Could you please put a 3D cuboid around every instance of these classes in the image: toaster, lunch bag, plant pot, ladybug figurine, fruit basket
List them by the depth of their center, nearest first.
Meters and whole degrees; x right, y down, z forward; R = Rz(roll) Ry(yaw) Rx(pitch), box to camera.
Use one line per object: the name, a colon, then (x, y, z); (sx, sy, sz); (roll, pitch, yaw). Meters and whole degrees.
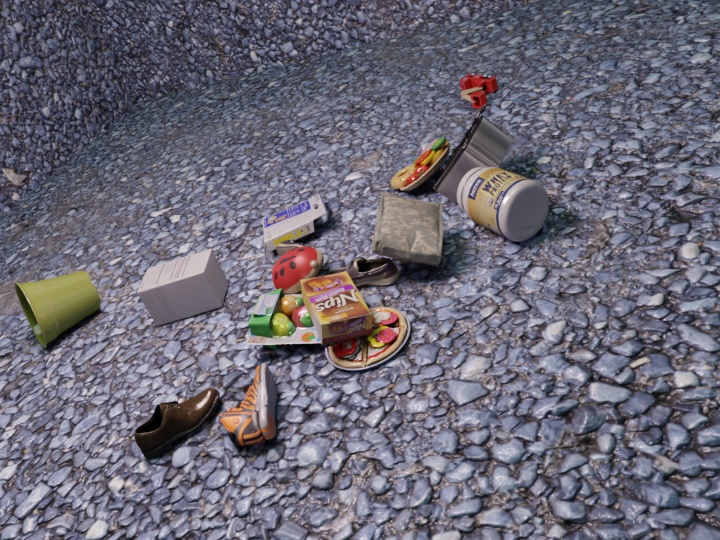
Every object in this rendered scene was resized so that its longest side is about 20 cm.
fruit basket: (-0.156, 0.104, 1.632); (0.196, 0.095, 0.186); (-8, 34, 17)
lunch bag: (0.112, -0.083, 1.675); (0.161, 0.119, 0.201); (12, 35, -1)
ladybug figurine: (-0.164, -0.004, 1.756); (0.199, 0.072, 0.137); (-23, 35, 54)
toaster: (0.302, -0.297, 1.858); (0.201, 0.118, 0.182); (-56, 2, 45)
plant pot: (-0.867, 0.093, 2.033); (0.188, 0.203, 0.199); (-26, 29, -32)

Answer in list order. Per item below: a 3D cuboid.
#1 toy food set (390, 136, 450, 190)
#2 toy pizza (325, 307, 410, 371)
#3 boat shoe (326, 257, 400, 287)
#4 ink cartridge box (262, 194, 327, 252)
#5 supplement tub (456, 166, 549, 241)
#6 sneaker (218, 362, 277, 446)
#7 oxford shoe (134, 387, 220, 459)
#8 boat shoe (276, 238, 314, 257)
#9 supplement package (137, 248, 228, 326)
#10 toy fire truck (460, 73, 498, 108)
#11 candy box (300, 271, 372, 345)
toy food set: (0.180, -0.307, 2.012); (0.198, 0.049, 0.200); (-48, 13, -10)
toy pizza: (0.013, 0.140, 1.528); (0.197, 0.032, 0.201); (-16, 32, 10)
boat shoe: (0.000, 0.000, 1.714); (0.197, 0.066, 0.072); (-3, 36, 29)
ink cartridge box: (-0.190, -0.142, 2.052); (0.197, 0.048, 0.198); (-22, 23, 0)
supplement tub: (0.336, -0.165, 1.675); (0.143, 0.146, 0.200); (-32, 33, -16)
sneaker: (-0.234, 0.274, 1.438); (0.110, 0.078, 0.201); (-17, 32, 6)
oxford shoe: (-0.386, 0.307, 1.481); (0.199, 0.085, 0.072); (-37, 32, -25)
boat shoe: (-0.153, -0.054, 1.886); (0.062, 0.074, 0.199); (-37, 29, -28)
supplement package: (-0.475, 0.045, 1.890); (0.197, 0.123, 0.120); (-16, 31, 10)
toy fire truck: (0.396, -0.621, 2.413); (0.140, 0.049, 0.199); (-35, 33, -18)
candy box: (-0.056, 0.079, 1.553); (0.115, 0.057, 0.201); (-10, 31, -14)
